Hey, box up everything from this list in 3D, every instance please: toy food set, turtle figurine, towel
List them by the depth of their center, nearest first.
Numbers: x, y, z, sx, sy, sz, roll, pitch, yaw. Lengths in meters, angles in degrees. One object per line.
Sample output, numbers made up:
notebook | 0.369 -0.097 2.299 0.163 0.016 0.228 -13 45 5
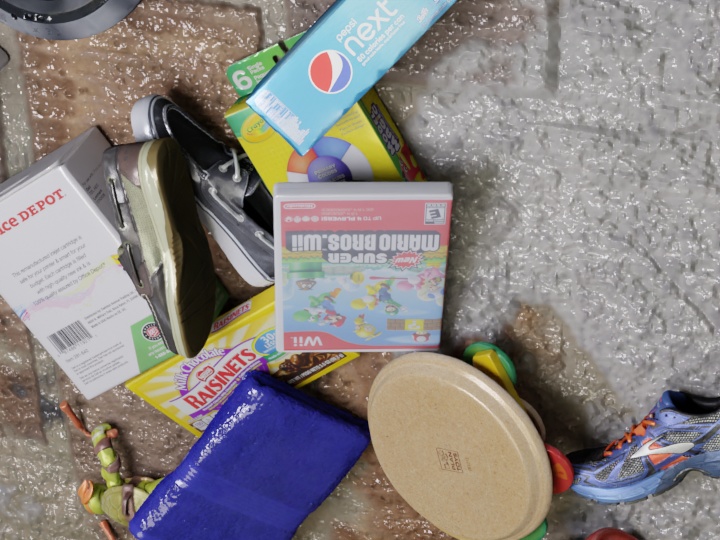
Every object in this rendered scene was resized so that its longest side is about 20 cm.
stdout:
toy food set | 0.092 0.155 1.674 0.198 0.049 0.200 -14 108 46
towel | -0.100 0.186 1.741 0.148 0.050 0.200 27 114 -31
turtle figurine | -0.206 0.209 1.822 0.161 0.064 0.200 -5 118 22

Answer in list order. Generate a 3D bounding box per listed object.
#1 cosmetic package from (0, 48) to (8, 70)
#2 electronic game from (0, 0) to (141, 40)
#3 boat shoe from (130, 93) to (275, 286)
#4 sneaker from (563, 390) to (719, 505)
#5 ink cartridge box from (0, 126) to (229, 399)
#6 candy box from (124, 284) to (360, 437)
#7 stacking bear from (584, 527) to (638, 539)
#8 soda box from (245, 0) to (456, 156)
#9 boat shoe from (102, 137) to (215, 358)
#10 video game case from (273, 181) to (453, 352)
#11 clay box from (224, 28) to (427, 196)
cosmetic package | -0.443 -0.163 1.616 0.200 0.166 0.167 42 124 -10
electronic game | -0.253 -0.284 1.551 0.200 0.042 0.200 6 114 15
boat shoe | -0.112 -0.073 1.612 0.068 0.072 0.200 -23 113 34
sneaker | 0.259 0.140 1.624 0.200 0.075 0.079 -18 103 20
ink cartridge box | -0.237 -0.006 1.690 0.145 0.084 0.200 -27 109 30
candy box | -0.106 0.082 1.716 0.200 0.026 0.102 -30 126 31
stacking bear | 0.161 0.308 1.734 0.200 0.121 0.114 -24 112 37
soda box | 0.004 -0.184 1.473 0.064 0.068 0.200 44 105 -9
boat shoe | -0.169 -0.020 1.590 0.066 0.072 0.201 5 124 21
video game case | 0.000 0.000 1.585 0.143 0.017 0.200 -1 140 -2
clay box | -0.025 -0.095 1.584 0.115 0.048 0.200 -22 112 27
